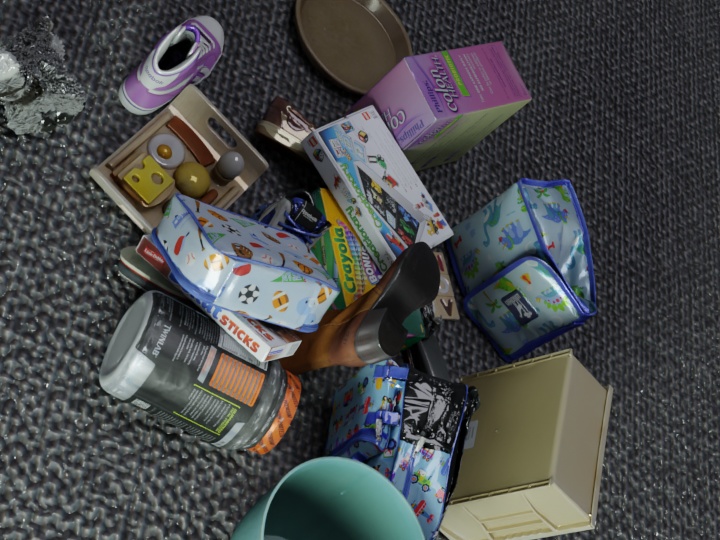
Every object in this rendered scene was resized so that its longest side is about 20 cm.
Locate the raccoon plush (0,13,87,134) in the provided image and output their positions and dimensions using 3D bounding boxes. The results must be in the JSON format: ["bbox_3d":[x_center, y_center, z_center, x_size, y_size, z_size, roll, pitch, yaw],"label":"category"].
[{"bbox_3d":[-0.371,-0.245,1.557,0.096,0.200,0.135,-18,73,-10],"label":"raccoon plush"}]

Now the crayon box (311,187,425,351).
[{"bbox_3d":[0.000,0.000,1.763,0.118,0.058,0.201,4,62,-37],"label":"crayon box"}]

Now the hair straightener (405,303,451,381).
[{"bbox_3d":[0.087,0.067,1.777,0.041,0.077,0.201,5,66,-34],"label":"hair straightener"}]

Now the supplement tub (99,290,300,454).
[{"bbox_3d":[-0.172,0.116,1.524,0.199,0.122,0.123,30,50,-21],"label":"supplement tub"}]

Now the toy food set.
[{"bbox_3d":[-0.214,-0.120,1.672,0.144,0.060,0.200,46,48,-6],"label":"toy food set"}]

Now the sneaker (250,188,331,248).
[{"bbox_3d":[-0.099,-0.029,1.673,0.080,0.115,0.200,31,49,-18],"label":"sneaker"}]

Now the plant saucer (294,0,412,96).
[{"bbox_3d":[-0.013,-0.329,1.980,0.199,0.029,0.201,19,55,-29],"label":"plant saucer"}]

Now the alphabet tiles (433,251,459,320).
[{"bbox_3d":[0.042,0.016,1.832,0.199,0.008,0.168,4,62,-36],"label":"alphabet tiles"}]

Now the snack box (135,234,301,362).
[{"bbox_3d":[-0.157,0.028,1.542,0.200,0.024,0.072,40,20,18],"label":"snack box"}]

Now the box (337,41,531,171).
[{"bbox_3d":[0.097,-0.215,1.894,0.199,0.176,0.097,-19,77,-42],"label":"box"}]

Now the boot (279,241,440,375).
[{"bbox_3d":[-0.013,0.053,1.642,0.069,0.199,0.189,47,48,-29],"label":"boot"}]

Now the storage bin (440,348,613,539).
[{"bbox_3d":[0.189,0.219,1.697,0.094,0.198,0.201,44,44,-32],"label":"storage bin"}]

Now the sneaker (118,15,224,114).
[{"bbox_3d":[-0.210,-0.276,1.737,0.073,0.114,0.201,41,45,-8],"label":"sneaker"}]

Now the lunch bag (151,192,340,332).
[{"bbox_3d":[-0.125,-0.009,1.532,0.199,0.076,0.160,22,16,-37],"label":"lunch bag"}]

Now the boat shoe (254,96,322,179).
[{"bbox_3d":[-0.039,-0.159,1.816,0.199,0.072,0.072,29,80,-14],"label":"boat shoe"}]

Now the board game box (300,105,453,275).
[{"bbox_3d":[0.023,-0.104,1.775,0.126,0.035,0.201,-29,85,-46],"label":"board game box"}]

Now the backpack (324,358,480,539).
[{"bbox_3d":[0.034,0.223,1.593,0.134,0.182,0.201,20,65,-17],"label":"backpack"}]

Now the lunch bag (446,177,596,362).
[{"bbox_3d":[0.220,0.001,1.865,0.127,0.170,0.201,-4,69,-39],"label":"lunch bag"}]

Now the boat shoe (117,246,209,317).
[{"bbox_3d":[-0.191,0.039,1.594,0.199,0.063,0.071,27,31,-6],"label":"boat shoe"}]

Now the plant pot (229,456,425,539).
[{"bbox_3d":[-0.055,0.316,1.467,0.199,0.161,0.202,17,57,-28],"label":"plant pot"}]
